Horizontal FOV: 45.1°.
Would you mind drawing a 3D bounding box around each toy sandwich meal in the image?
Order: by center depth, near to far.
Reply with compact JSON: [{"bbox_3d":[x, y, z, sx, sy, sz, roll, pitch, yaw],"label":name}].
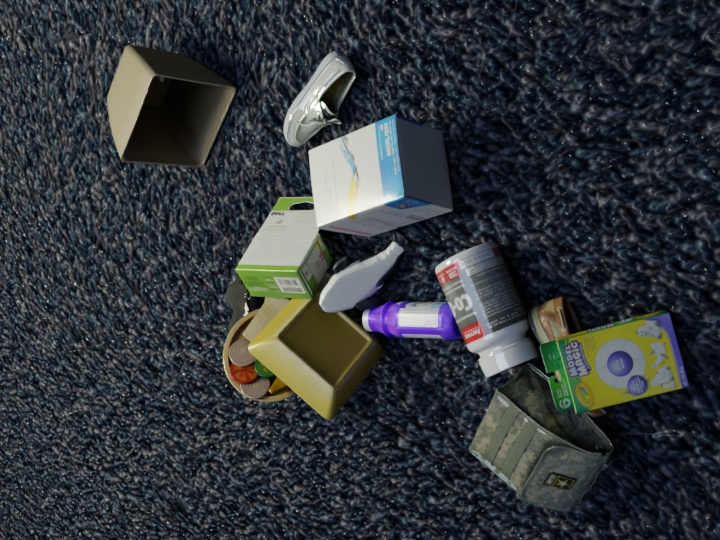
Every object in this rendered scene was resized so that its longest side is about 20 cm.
[{"bbox_3d":[-0.168,0.146,1.635,0.202,0.070,0.208,-1,69,3],"label":"toy sandwich meal"}]

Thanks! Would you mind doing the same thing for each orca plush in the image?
[{"bbox_3d":[0.000,0.000,1.591,0.105,0.071,0.201,37,90,-15],"label":"orca plush"}]

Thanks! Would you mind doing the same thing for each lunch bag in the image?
[{"bbox_3d":[0.294,0.283,1.396,0.200,0.117,0.165,39,137,23],"label":"lunch bag"}]

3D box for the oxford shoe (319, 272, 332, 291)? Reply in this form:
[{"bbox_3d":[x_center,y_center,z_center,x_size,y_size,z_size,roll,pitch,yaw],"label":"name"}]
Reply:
[{"bbox_3d":[-0.089,0.103,1.700,0.075,0.058,0.202,13,108,32],"label":"oxford shoe"}]

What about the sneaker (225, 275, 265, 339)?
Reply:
[{"bbox_3d":[-0.223,0.075,1.738,0.091,0.075,0.201,-57,40,36],"label":"sneaker"}]

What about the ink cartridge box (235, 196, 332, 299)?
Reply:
[{"bbox_3d":[-0.124,-0.047,1.649,0.146,0.201,0.076,2,137,31],"label":"ink cartridge box"}]

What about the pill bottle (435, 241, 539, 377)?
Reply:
[{"bbox_3d":[0.211,0.066,1.430,0.113,0.113,0.202,-29,79,36],"label":"pill bottle"}]

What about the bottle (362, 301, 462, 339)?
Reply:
[{"bbox_3d":[0.095,0.088,1.543,0.198,0.083,0.066,-1,91,37],"label":"bottle"}]

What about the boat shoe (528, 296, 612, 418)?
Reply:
[{"bbox_3d":[0.343,0.134,1.375,0.074,0.075,0.201,-36,78,32],"label":"boat shoe"}]

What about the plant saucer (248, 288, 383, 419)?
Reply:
[{"bbox_3d":[-0.070,0.134,1.570,0.200,0.200,0.049,40,140,2],"label":"plant saucer"}]

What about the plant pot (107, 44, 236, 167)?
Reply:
[{"bbox_3d":[-0.410,-0.350,1.779,0.177,0.198,0.201,49,123,32],"label":"plant pot"}]

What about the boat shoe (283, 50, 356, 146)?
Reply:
[{"bbox_3d":[-0.067,-0.296,1.595,0.202,0.074,0.086,-52,51,24],"label":"boat shoe"}]

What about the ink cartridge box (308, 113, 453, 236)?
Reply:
[{"bbox_3d":[0.032,-0.156,1.490,0.199,0.146,0.146,-16,75,37],"label":"ink cartridge box"}]

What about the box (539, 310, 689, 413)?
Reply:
[{"bbox_3d":[0.381,0.142,1.315,0.198,0.048,0.119,-16,89,12],"label":"box"}]
